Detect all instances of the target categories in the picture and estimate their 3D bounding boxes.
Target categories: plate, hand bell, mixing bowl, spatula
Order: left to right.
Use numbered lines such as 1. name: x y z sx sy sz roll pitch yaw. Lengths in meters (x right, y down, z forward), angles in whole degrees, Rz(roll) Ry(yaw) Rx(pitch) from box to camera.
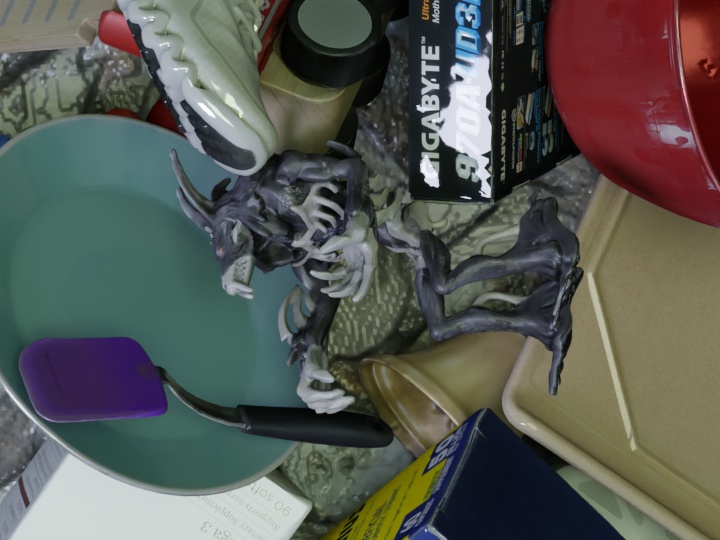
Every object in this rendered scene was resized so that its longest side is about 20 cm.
1. plate: -0.105 0.018 1.277 0.200 0.026 0.200 19 53 -27
2. spatula: -0.066 0.062 1.246 0.200 0.057 0.021 14 122 -36
3. hand bell: 0.106 0.021 1.393 0.200 0.104 0.104 -41 98 -17
4. mixing bowl: 0.159 -0.109 1.307 0.200 0.108 0.200 5 84 -54

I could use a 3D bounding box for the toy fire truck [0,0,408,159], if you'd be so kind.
1. toy fire truck: -0.076 -0.146 1.327 0.200 0.129 0.176 20 54 4

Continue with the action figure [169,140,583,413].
1. action figure: 0.000 0.000 1.244 0.200 0.119 0.102 11 55 8

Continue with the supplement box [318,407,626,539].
1. supplement box: 0.020 0.180 1.317 0.110 0.109 0.200 43 122 -8

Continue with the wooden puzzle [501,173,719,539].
1. wooden puzzle: 0.171 0.043 1.374 0.185 0.037 0.200 35 60 -19

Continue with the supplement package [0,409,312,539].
1. supplement package: -0.132 0.158 1.334 0.117 0.117 0.200 35 88 -10

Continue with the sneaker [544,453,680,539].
1. sneaker: 0.168 0.173 1.364 0.076 0.115 0.200 -47 113 -4

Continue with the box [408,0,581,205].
1. box: 0.070 -0.143 1.315 0.046 0.159 0.200 4 104 21

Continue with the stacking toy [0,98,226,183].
1. stacking toy: -0.150 -0.045 1.342 0.200 0.085 0.085 -20 96 -11

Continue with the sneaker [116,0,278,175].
1. sneaker: -0.074 -0.132 1.217 0.081 0.075 0.200 -24 59 -4
